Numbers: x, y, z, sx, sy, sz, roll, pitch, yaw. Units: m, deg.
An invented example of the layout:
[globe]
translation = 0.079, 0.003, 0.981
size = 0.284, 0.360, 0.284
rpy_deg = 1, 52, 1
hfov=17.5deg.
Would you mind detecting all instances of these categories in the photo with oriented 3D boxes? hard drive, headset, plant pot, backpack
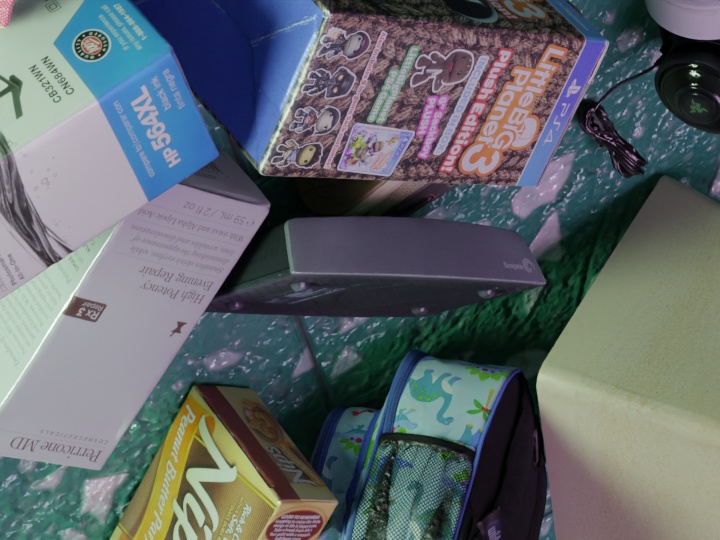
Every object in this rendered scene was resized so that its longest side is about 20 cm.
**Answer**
[hard drive]
translation = 0.000, 0.000, 1.421
size = 0.199, 0.043, 0.135
rpy_deg = 2, 168, -39
[headset]
translation = 0.230, -0.129, 1.487
size = 0.199, 0.124, 0.094
rpy_deg = -25, 120, 27
[plant pot]
translation = 0.250, 0.090, 1.602
size = 0.200, 0.176, 0.201
rpy_deg = -54, 150, -31
[backpack]
translation = 0.042, 0.158, 1.560
size = 0.184, 0.146, 0.201
rpy_deg = 77, 28, -52

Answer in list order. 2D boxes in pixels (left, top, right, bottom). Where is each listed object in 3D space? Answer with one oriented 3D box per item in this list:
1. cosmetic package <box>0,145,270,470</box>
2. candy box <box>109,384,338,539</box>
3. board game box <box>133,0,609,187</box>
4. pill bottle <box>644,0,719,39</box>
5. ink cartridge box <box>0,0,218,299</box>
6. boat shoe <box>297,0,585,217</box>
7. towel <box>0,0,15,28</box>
[cosmetic package]
translation = -0.151, 0.015, 1.340
size = 0.101, 0.074, 0.201
rpy_deg = 13, 116, -45
[candy box]
translation = -0.105, 0.187, 1.507
size = 0.055, 0.116, 0.201
rpy_deg = 7, 122, -44
[board game box]
translation = 0.002, -0.131, 1.257
size = 0.199, 0.160, 0.097
rpy_deg = 0, 126, -41
[pill bottle]
translation = 0.202, -0.235, 1.363
size = 0.111, 0.112, 0.201
rpy_deg = -29, 140, -15
[ink cartridge box]
translation = -0.195, -0.068, 1.163
size = 0.199, 0.146, 0.085
rpy_deg = -34, 140, -11
[boat shoe]
translation = 0.055, -0.091, 1.417
size = 0.200, 0.072, 0.066
rpy_deg = -35, 151, 4
[towel]
translation = -0.206, -0.214, 1.073
size = 0.145, 0.030, 0.201
rpy_deg = 15, 120, -15
